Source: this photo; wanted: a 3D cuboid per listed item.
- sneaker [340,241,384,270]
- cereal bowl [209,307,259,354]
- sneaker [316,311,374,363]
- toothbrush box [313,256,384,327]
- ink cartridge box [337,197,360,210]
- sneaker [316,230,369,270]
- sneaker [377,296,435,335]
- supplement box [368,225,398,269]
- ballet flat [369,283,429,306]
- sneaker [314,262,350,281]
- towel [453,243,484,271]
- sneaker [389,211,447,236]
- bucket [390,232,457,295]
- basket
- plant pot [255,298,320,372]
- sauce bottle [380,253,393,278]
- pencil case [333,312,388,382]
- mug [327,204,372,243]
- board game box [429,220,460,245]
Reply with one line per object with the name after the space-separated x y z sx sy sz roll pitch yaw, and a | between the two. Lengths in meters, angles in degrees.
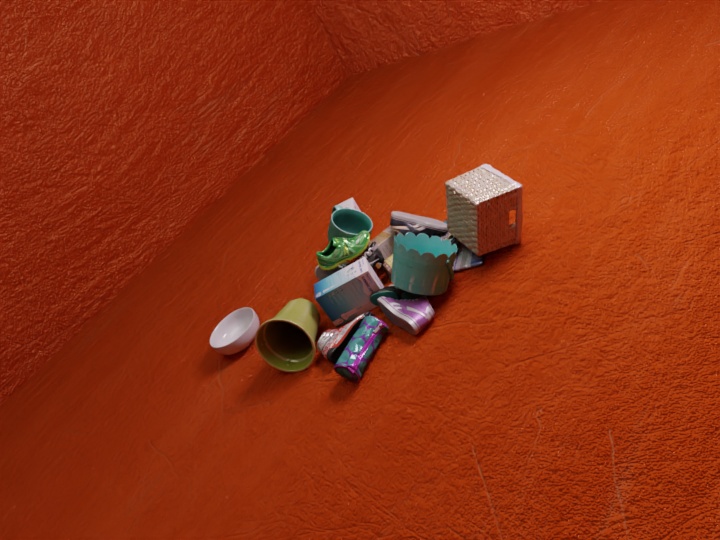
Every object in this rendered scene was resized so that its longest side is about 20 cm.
0.000 0.000 1.771 0.200 0.091 0.066 -41 10 3 | sneaker
-0.454 0.236 1.964 0.198 0.084 0.201 -24 33 16 | cereal bowl
-0.051 0.192 1.657 0.201 0.067 0.108 -46 35 -15 | sneaker
-0.032 0.072 1.727 0.198 0.147 0.086 -28 34 11 | toothbrush box
-0.029 -0.166 2.057 0.083 0.146 0.201 -24 32 13 | ink cartridge box
-0.056 -0.075 1.741 0.199 0.084 0.074 -32 33 -5 | sneaker
0.143 0.112 1.592 0.114 0.073 0.200 -40 41 -17 | sneaker
0.105 -0.101 1.883 0.199 0.074 0.126 -38 15 -6 | supplement box
0.128 0.073 1.665 0.198 0.069 0.069 -5 30 24 | ballet flat
-0.080 0.008 1.859 0.116 0.198 0.075 39 114 62 | sneaker
0.305 -0.049 1.699 0.198 0.024 0.148 -14 37 30 | towel
0.194 -0.140 1.777 0.198 0.080 0.078 15 20 16 | sneaker
0.187 -0.021 1.589 0.204 0.136 0.208 7 20 -3 | bucket
0.368 -0.184 1.603 0.159 0.200 0.200 -19 35 -13 | basket
-0.215 0.193 1.720 0.198 0.202 0.185 -19 22 23 | plant pot
0.162 -0.057 1.808 0.199 0.066 0.066 -37 31 -10 | sauce bottle
0.004 0.224 1.542 0.201 0.085 0.092 -57 9 -32 | pencil case
-0.040 -0.138 1.876 0.150 0.115 0.186 12 38 -4 | mug
0.288 -0.113 1.754 0.134 0.028 0.200 -1 32 45 | board game box
